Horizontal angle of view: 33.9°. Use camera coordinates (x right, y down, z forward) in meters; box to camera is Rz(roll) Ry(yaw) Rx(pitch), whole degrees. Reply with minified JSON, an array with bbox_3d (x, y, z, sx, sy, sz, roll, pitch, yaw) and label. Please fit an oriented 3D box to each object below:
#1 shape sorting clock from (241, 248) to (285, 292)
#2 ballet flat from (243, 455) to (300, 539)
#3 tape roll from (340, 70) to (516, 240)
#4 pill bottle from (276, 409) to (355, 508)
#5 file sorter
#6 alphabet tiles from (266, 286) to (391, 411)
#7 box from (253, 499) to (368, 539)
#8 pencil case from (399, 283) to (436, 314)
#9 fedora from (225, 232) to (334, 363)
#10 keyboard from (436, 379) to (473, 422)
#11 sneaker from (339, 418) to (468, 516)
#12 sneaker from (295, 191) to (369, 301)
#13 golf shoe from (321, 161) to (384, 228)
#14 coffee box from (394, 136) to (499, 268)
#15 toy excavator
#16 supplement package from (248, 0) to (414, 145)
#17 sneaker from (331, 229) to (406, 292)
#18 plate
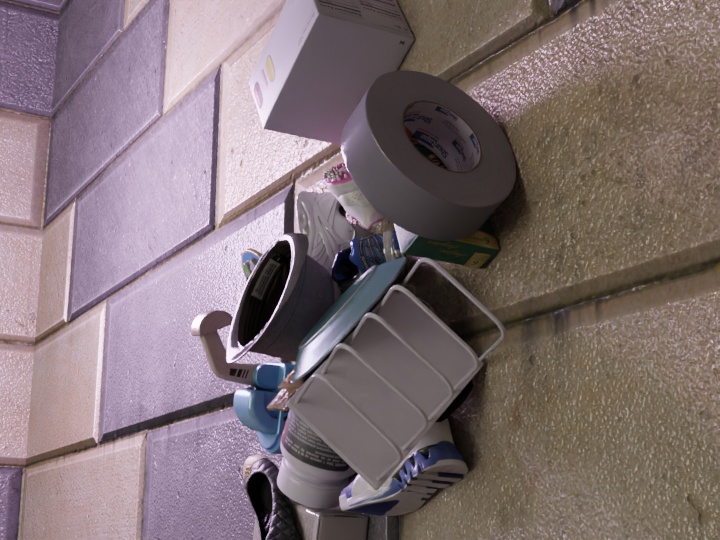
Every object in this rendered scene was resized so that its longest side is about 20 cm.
[{"bbox_3d":[-0.116,0.058,1.700,0.201,0.039,0.201,51,164,20],"label":"shape sorting clock"},{"bbox_3d":[-0.129,0.320,1.608,0.067,0.056,0.201,-63,31,23],"label":"ballet flat"},{"bbox_3d":[0.079,-0.133,1.355,0.066,0.198,0.202,-52,40,43],"label":"tape roll"},{"bbox_3d":[-0.043,0.206,1.581,0.114,0.113,0.202,41,118,57],"label":"pill bottle"},{"bbox_3d":[0.043,0.108,1.294,0.200,0.139,0.125,-46,-6,-25],"label":"file sorter"},{"bbox_3d":[-0.039,0.095,1.452,0.200,0.006,0.166,-49,9,-16],"label":"alphabet tiles"},{"bbox_3d":[-0.073,0.365,1.632,0.199,0.077,0.096,3,84,62],"label":"box"},{"bbox_3d":[0.013,0.111,1.400,0.077,0.090,0.200,8,49,44],"label":"pencil case"},{"bbox_3d":[-0.094,0.050,1.529,0.177,0.090,0.201,-47,24,33],"label":"fedora"},{"bbox_3d":[0.062,0.132,1.451,0.104,0.040,0.199,-44,39,-23],"label":"keyboard"},{"bbox_3d":[0.055,0.222,1.448,0.199,0.080,0.116,-39,46,43],"label":"sneaker"},{"bbox_3d":[-0.035,-0.025,1.654,0.078,0.098,0.203,49,-148,-71],"label":"sneaker"},{"bbox_3d":[-0.005,-0.107,1.618,0.092,0.075,0.200,59,-174,-11],"label":"golf shoe"},{"bbox_3d":[0.087,-0.101,1.416,0.044,0.122,0.202,-48,42,41],"label":"coffee box"},{"bbox_3d":[-0.152,0.163,1.704,0.100,0.198,0.197,-4,80,60],"label":"toy excavator"},{"bbox_3d":[-0.045,-0.295,1.673,0.201,0.154,0.112,-59,36,35],"label":"supplement package"},{"bbox_3d":[0.000,0.000,1.557,0.200,0.084,0.078,114,154,-63],"label":"sneaker"},{"bbox_3d":[-0.020,0.051,1.410,0.200,0.026,0.200,-46,4,4],"label":"plate"}]
